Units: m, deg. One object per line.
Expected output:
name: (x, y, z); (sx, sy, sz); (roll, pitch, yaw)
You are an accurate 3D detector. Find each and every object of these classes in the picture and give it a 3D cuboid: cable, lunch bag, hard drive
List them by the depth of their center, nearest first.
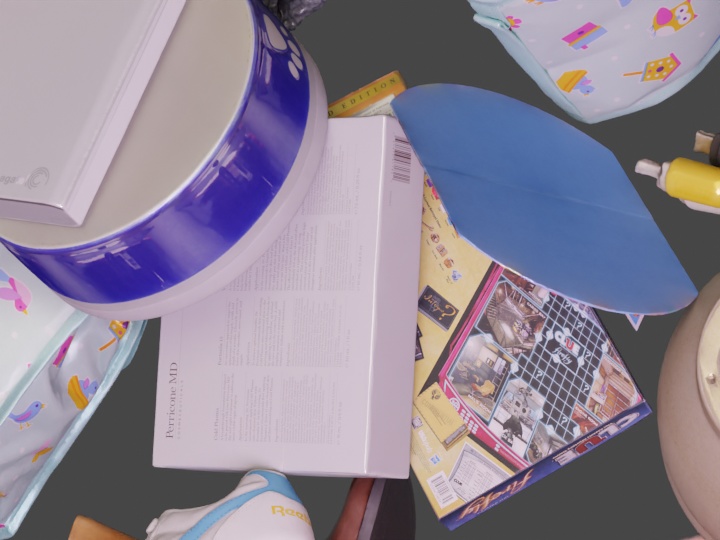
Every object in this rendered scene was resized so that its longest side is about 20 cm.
cable: (0.252, -0.036, 1.586); (0.200, 0.097, 0.051); (26, 108, 43)
hard drive: (-0.168, -0.122, 1.594); (0.131, 0.026, 0.201); (7, 64, 37)
lunch bag: (0.152, -0.193, 1.629); (0.200, 0.170, 0.122); (-47, 57, 0)
lunch bag: (-0.231, 0.030, 1.707); (0.170, 0.122, 0.201); (34, 91, 23)

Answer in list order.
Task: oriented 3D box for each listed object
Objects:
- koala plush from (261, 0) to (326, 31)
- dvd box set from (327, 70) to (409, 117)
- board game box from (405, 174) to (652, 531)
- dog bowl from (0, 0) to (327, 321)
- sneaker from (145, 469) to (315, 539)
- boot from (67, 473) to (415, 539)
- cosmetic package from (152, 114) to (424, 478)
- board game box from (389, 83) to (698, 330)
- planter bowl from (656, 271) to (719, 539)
koala plush: (-0.087, -0.241, 1.704); (0.183, 0.200, 0.178); (-36, 67, 3)
dvd box set: (0.000, 0.000, 1.695); (0.146, 0.029, 0.201); (-28, 68, 6)
board game box: (0.061, 0.028, 1.635); (0.135, 0.035, 0.201); (-30, 69, 5)
dog bowl: (-0.122, -0.077, 1.604); (0.199, 0.079, 0.201); (-18, 51, 24)
sneaker: (-0.106, 0.187, 1.600); (0.199, 0.076, 0.081); (-32, 46, 19)
boot: (-0.078, 0.178, 1.661); (0.199, 0.068, 0.189); (14, 85, 27)
cosmetic package: (-0.041, 0.015, 1.624); (0.150, 0.052, 0.201); (0, 84, 32)
board game box: (0.092, -0.028, 1.583); (0.039, 0.157, 0.200); (-60, 35, 28)
planter bowl: (0.249, 0.065, 1.547); (0.199, 0.135, 0.201); (-5, 72, 15)
